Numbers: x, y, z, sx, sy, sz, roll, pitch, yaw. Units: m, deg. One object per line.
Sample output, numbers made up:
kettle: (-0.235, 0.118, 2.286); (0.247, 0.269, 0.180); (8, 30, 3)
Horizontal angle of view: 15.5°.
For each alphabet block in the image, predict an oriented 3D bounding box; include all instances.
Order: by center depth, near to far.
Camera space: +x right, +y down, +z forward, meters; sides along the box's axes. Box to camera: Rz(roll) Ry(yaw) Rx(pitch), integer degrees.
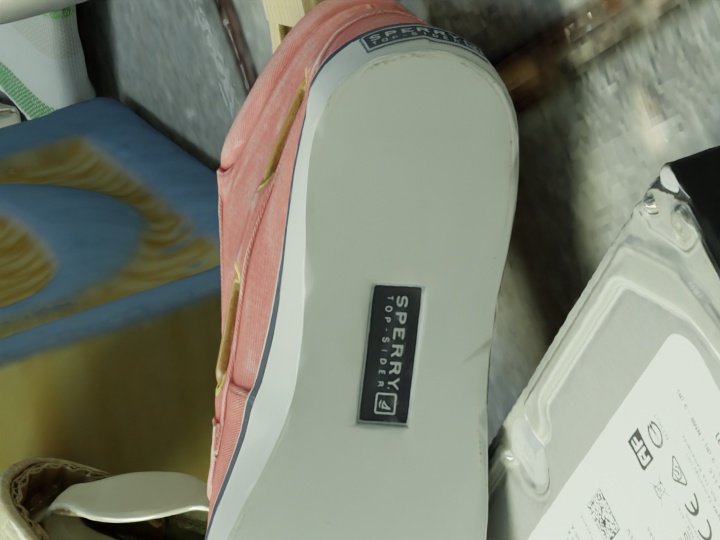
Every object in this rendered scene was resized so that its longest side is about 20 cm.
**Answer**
alphabet block: (-0.120, 0.081, 0.895); (0.195, 0.195, 0.201); (38, 141, 57)

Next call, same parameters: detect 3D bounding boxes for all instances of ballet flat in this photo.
ballet flat: (-0.022, 0.095, 0.734); (0.199, 0.067, 0.063); (10, 120, 24)

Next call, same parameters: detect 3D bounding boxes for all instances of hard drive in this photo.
hard drive: (0.082, 0.076, 0.610); (0.140, 0.038, 0.200); (65, 158, 20)

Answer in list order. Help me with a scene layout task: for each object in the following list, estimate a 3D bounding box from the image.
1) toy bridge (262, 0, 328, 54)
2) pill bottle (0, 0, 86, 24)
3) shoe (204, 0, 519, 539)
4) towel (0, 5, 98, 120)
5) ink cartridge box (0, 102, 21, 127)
toy bridge: (0.000, 0.000, 0.764); (0.067, 0.027, 0.201); (22, 126, 64)
pill bottle: (-0.124, -0.180, 0.815); (0.109, 0.109, 0.201); (-15, 92, 69)
shoe: (-0.005, 0.029, 0.687); (0.091, 0.071, 0.201); (-122, 41, -72)
towel: (-0.136, -0.161, 0.982); (0.149, 0.031, 0.201); (42, 142, 49)
ink cartridge box: (-0.197, -0.002, 1.171); (0.200, 0.082, 0.148); (19, 125, 65)
